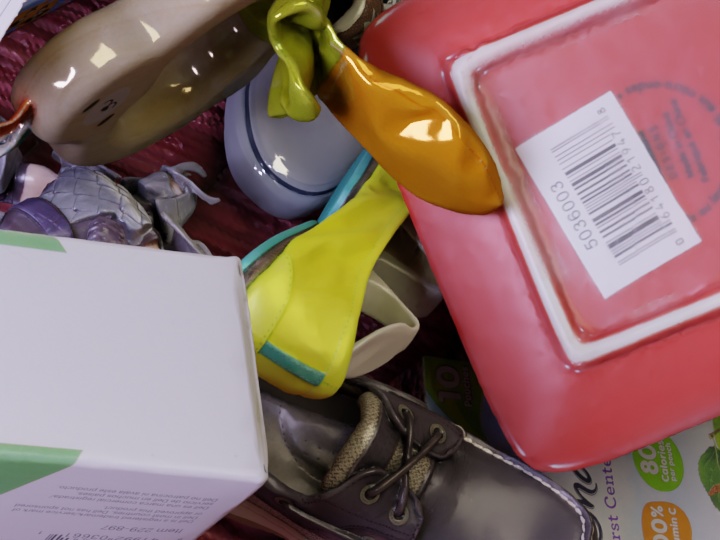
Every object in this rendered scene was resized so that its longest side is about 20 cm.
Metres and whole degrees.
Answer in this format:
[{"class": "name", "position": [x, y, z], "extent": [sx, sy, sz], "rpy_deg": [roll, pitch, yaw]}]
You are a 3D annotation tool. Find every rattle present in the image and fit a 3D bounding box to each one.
[{"class": "rattle", "position": [-0.066, -0.039, 0.970], "extent": [0.200, 0.130, 0.143], "rpy_deg": [-32, 96, -48]}]

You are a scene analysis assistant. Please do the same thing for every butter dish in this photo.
[{"class": "butter dish", "position": [0.122, -0.039, 1.086], "extent": [0.199, 0.148, 0.200], "rpy_deg": [-23, 85, 3]}]

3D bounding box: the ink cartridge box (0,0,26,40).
[{"class": "ink cartridge box", "position": [-0.150, -0.114, 0.969], "extent": [0.050, 0.162, 0.200], "rpy_deg": [61, 41, -40]}]

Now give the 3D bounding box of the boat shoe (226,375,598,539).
[{"class": "boat shoe", "position": [-0.001, 0.076, 1.030], "extent": [0.200, 0.065, 0.072], "rpy_deg": [23, 63, 8]}]

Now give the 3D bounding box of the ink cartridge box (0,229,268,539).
[{"class": "ink cartridge box", "position": [-0.141, 0.066, 0.900], "extent": [0.145, 0.200, 0.088], "rpy_deg": [7, 59, -29]}]

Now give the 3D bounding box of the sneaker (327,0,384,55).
[{"class": "sneaker", "position": [-0.070, -0.157, 1.077], "extent": [0.200, 0.076, 0.071], "rpy_deg": [34, 86, -9]}]

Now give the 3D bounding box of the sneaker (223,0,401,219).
[{"class": "sneaker", "position": [0.002, -0.109, 1.164], "extent": [0.073, 0.071, 0.200], "rpy_deg": [35, 52, -12]}]

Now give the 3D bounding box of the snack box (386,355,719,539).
[{"class": "snack box", "position": [0.106, 0.121, 1.122], "extent": [0.200, 0.053, 0.143], "rpy_deg": [10, 60, -27]}]

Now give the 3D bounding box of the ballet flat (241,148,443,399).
[{"class": "ballet flat", "position": [0.000, 0.000, 1.054], "extent": [0.067, 0.067, 0.200], "rpy_deg": [36, 27, 4]}]

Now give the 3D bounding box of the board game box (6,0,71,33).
[{"class": "board game box", "position": [-0.206, -0.149, 1.076], "extent": [0.200, 0.037, 0.151], "rpy_deg": [-33, 86, -40]}]

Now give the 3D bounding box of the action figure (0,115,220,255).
[{"class": "action figure", "position": [-0.135, -0.009, 1.007], "extent": [0.200, 0.070, 0.130], "rpy_deg": [-20, 33, -37]}]
